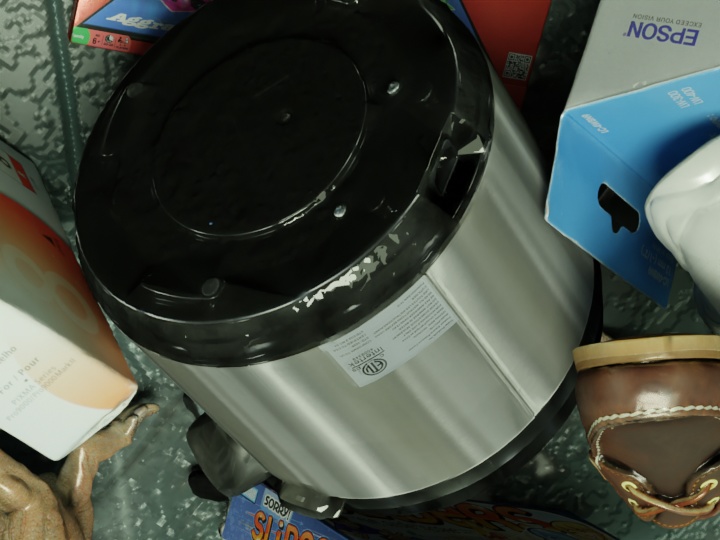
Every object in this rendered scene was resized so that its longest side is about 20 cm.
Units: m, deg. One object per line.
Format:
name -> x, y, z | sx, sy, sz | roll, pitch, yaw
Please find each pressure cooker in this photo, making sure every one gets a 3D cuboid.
pressure cooker -> 0.001, 0.002, 0.732 | 0.176, 0.179, 0.200 | -4, 148, 28

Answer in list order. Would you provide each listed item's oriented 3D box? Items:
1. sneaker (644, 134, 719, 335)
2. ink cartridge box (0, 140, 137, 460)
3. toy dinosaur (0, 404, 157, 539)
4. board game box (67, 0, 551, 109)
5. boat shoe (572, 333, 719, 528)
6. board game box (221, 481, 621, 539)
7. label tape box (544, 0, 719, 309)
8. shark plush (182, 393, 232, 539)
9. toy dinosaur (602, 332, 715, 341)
sneaker -> 0.173, 0.014, 0.734 | 0.070, 0.080, 0.200 | -39, 152, 12
ink cartridge box -> -0.179, -0.035, 0.667 | 0.050, 0.162, 0.200 | -40, 133, 6
toy dinosaur -> -0.141, 0.128, 0.776 | 0.086, 0.200, 0.136 | -11, 80, 18
board game box -> -0.014, -0.129, 0.767 | 0.200, 0.019, 0.103 | 8, 111, -17
boat shoe -> 0.125, 0.065, 0.715 | 0.070, 0.200, 0.070 | -2, 80, 17
board game box -> 0.057, 0.135, 0.812 | 0.200, 0.135, 0.035 | 12, 96, -36
label tape box -> 0.150, -0.090, 0.723 | 0.143, 0.066, 0.200 | 30, 75, -57
shark plush -> -0.021, 0.130, 0.882 | 0.083, 0.091, 0.200 | -42, 97, -14
toy dinosaur -> 0.207, 0.069, 0.884 | 0.200, 0.086, 0.136 | 0, 152, 4
